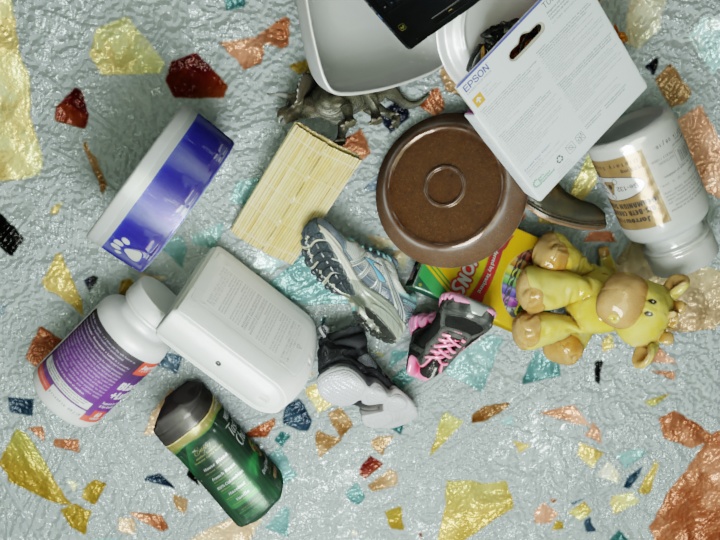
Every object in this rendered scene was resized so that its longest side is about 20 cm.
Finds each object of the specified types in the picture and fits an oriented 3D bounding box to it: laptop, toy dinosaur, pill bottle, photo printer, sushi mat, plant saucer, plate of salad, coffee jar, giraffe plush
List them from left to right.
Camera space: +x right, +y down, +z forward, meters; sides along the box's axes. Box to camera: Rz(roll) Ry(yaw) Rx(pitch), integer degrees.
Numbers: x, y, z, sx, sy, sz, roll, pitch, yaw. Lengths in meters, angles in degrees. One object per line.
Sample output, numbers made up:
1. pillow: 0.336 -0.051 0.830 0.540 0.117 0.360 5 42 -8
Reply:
1. pill bottle: -0.326 0.103 1.259 0.200 0.111 0.111 -43 103 11
2. coffee jar: -0.196 0.248 1.310 0.085 0.104 0.200 -37 105 6
3. photo printer: -0.147 0.081 1.232 0.200 0.167 0.069 38 124 -12
4. sushi mat: -0.086 -0.094 1.219 0.095 0.012 0.200 28 127 -11
5. toy dinosaur: -0.007 -0.218 1.187 0.199 0.077 0.103 -19 74 -9
6. laptop: 0.062 -0.381 1.043 0.177 0.103 0.200 -38 83 -20
7. plant saucer: 0.109 -0.104 1.198 0.200 0.034 0.201 -3 83 20
8. plate of salad: 0.178 -0.309 1.174 0.199 0.048 0.201 -10 116 -21
9. giraffe plush: 0.312 0.047 1.194 0.199 0.162 0.173 2 98 -34
10. pill bottle: 0.377 -0.097 1.215 0.114 0.114 0.200 -27 106 6

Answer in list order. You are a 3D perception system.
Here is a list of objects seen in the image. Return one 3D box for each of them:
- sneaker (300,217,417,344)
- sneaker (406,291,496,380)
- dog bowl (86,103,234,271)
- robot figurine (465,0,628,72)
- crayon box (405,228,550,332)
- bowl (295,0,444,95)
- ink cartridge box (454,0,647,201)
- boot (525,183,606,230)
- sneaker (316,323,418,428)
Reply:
1. sneaker: 0.000 0.000 1.256 0.200 0.078 0.086 52 59 -22
2. sneaker: 0.109 0.092 1.220 0.079 0.200 0.096 24 67 -8
3. dog bowl: -0.241 -0.100 1.154 0.079 0.200 0.200 37 103 -14
4. robot figurine: 0.222 -0.257 1.153 0.200 0.058 0.145 -40 124 -5
5. crayon box: 0.176 0.002 1.255 0.199 0.051 0.127 22 85 -9
6. bowl: 0.007 -0.317 1.132 0.199 0.075 0.201 -20 110 -28
7. ink cartridge box: 0.218 -0.217 1.110 0.196 0.043 0.200 -46 123 -3
8. boot: 0.237 -0.121 1.225 0.199 0.075 0.097 18 108 -5
9. sneaker: 0.009 0.139 1.297 0.075 0.114 0.200 -29 142 23
